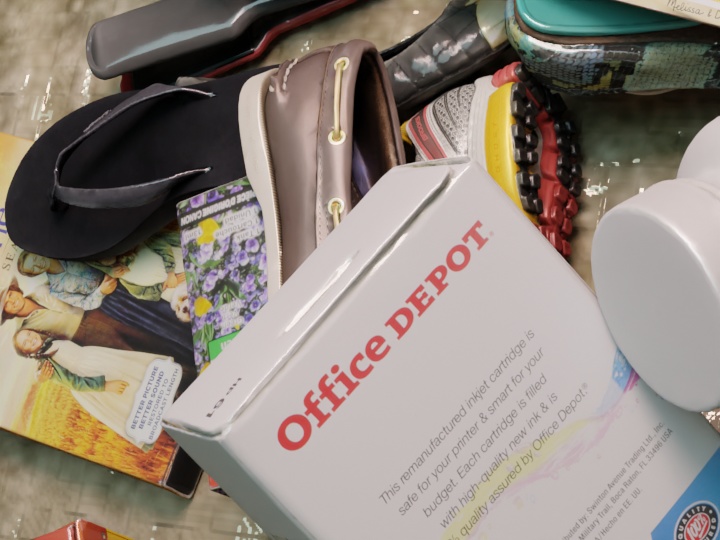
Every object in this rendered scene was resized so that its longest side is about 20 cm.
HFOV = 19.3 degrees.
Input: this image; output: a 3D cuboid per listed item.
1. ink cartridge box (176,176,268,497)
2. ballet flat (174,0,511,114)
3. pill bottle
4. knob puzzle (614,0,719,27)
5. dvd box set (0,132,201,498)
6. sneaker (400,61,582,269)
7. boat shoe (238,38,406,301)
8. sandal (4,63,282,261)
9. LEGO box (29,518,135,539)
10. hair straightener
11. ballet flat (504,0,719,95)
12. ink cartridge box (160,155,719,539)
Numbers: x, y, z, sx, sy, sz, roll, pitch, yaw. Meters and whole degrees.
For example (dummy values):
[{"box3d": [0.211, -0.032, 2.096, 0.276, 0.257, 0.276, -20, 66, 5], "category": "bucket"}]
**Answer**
[{"box3d": [-0.023, 0.069, 0.928, 0.050, 0.109, 0.201, -19, 65, 24], "category": "ink cartridge box"}, {"box3d": [-0.004, -0.095, 1.000, 0.199, 0.066, 0.057, -21, 96, 22], "category": "ballet flat"}, {"box3d": [0.189, -0.023, 0.798, 0.199, 0.111, 0.111, -25, 55, -24], "category": "pill bottle"}, {"box3d": [0.112, -0.214, 0.866, 0.218, 0.030, 0.221, -5, 82, 33], "category": "knob puzzle"}, {"box3d": [-0.143, 0.015, 1.058, 0.199, 0.029, 0.147, 16, 80, 31], "category": "dvd box set"}, {"box3d": [0.052, 0.009, 0.941, 0.082, 0.078, 0.201, -14, 59, 31], "category": "sneaker"}, {"box3d": [0.000, 0.000, 0.892, 0.059, 0.072, 0.201, -22, 69, 29], "category": "boat shoe"}, {"box3d": [-0.096, -0.058, 1.000, 0.199, 0.043, 0.077, -17, 71, 31], "category": "sandal"}, {"box3d": [-0.157, 0.234, 0.958, 0.148, 0.077, 0.201, -20, 64, 20], "category": "LEGO box"}, {"box3d": [-0.050, -0.134, 1.035, 0.199, 0.077, 0.041, -15, 64, 22], "category": "hair straightener"}, {"box3d": [0.163, -0.104, 0.916, 0.198, 0.074, 0.075, 4, 73, 10], "category": "ballet flat"}, {"box3d": [0.044, 0.076, 0.822, 0.145, 0.200, 0.085, -47, 17, -14], "category": "ink cartridge box"}]
